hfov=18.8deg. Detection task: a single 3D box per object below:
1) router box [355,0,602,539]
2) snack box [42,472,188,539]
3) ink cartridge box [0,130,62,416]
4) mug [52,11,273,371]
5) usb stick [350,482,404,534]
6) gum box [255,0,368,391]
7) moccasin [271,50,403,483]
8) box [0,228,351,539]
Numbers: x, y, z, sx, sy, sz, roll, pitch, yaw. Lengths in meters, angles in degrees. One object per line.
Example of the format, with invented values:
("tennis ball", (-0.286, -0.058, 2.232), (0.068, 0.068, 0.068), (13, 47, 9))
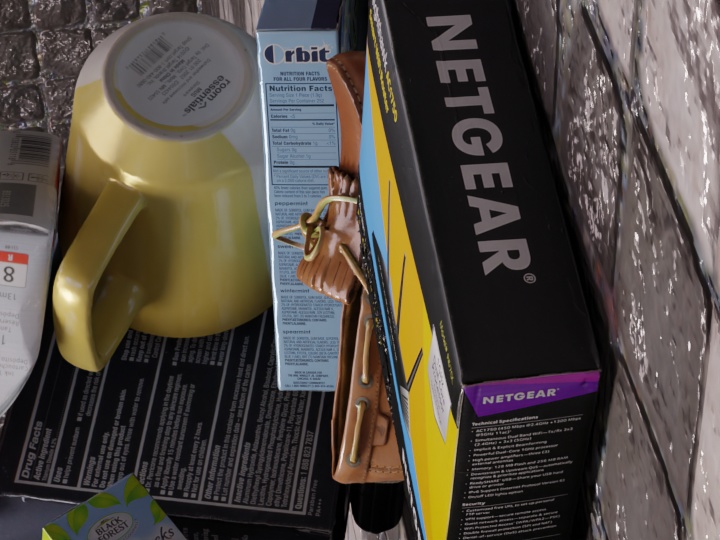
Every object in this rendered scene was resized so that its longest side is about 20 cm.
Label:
("router box", (0.037, 0.005, 0.790), (0.150, 0.051, 0.201), (94, 169, -50))
("snack box", (-0.095, 0.237, 1.167), (0.200, 0.067, 0.169), (47, 148, 25))
("ink cartridge box", (-0.198, 0.040, 1.228), (0.162, 0.050, 0.202), (-106, 19, -68))
("mug", (-0.098, -0.049, 1.205), (0.154, 0.148, 0.188), (97, 169, -59))
("usb stick", (0.013, 0.085, 1.197), (0.201, 0.032, 0.056), (94, 178, -60))
("gum box", (-0.020, -0.066, 1.149), (0.170, 0.044, 0.202), (-80, -10, -61))
("moccasin", (0.000, 0.000, 1.019), (0.074, 0.077, 0.203), (-119, 24, -75))
("box", (-0.100, 0.093, 1.294), (0.124, 0.196, 0.201), (92, -174, -51))
